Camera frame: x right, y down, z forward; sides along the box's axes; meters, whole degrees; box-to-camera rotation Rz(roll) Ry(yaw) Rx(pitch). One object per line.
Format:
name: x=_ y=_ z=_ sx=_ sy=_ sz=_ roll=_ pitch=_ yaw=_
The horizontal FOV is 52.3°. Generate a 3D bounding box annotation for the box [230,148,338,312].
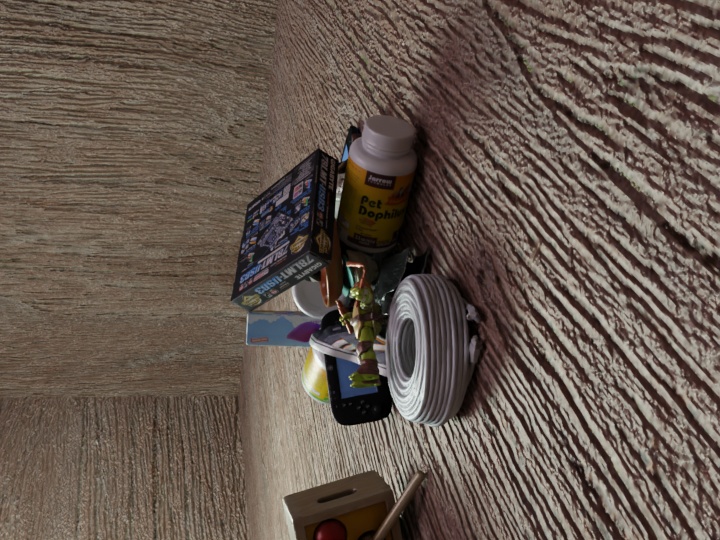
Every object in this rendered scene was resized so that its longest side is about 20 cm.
box: x=-0.118 y=-0.061 z=1.147 sx=0.199 sy=0.049 sz=0.200 roll=-31 pitch=44 yaw=38

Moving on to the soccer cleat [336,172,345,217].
soccer cleat: x=-0.025 y=-0.149 z=1.328 sx=0.199 sy=0.077 sz=0.070 roll=-30 pitch=33 yaw=50

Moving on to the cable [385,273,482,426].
cable: x=0.086 y=0.105 z=0.973 sx=0.200 sy=0.068 sz=0.202 roll=-117 pitch=32 yaw=-62

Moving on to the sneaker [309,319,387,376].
sneaker: x=0.004 y=0.110 z=1.181 sx=0.199 sy=0.078 sz=0.080 roll=14 pitch=95 yaw=38

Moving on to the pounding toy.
pounding toy: x=0.000 y=0.395 z=1.099 sx=0.142 sy=0.198 sz=0.186 roll=-171 pitch=69 yaw=-75

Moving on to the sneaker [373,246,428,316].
sneaker: x=0.052 y=0.022 z=1.148 sx=0.200 sy=0.059 sz=0.105 roll=166 pitch=111 yaw=-76

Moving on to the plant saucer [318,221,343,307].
plant saucer: x=-0.058 y=-0.040 z=1.236 sx=0.200 sy=0.032 sz=0.203 roll=172 pitch=90 yaw=-82

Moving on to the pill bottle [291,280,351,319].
pill bottle: x=-0.068 y=0.034 z=1.434 sx=0.200 sy=0.114 sz=0.117 roll=37 pitch=-125 yaw=-88

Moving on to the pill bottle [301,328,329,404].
pill bottle: x=-0.043 y=0.163 z=1.383 sx=0.201 sy=0.110 sz=0.112 roll=112 pitch=155 yaw=-54

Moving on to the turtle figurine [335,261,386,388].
turtle figurine: x=0.005 y=0.084 z=1.062 sx=0.200 sy=0.064 sz=0.163 roll=118 pitch=151 yaw=-67

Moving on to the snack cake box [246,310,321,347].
snack cake box: x=-0.139 y=0.123 z=1.559 sx=0.115 sy=0.198 sz=0.068 roll=178 pitch=95 yaw=-85

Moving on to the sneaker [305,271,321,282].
sneaker: x=-0.108 y=-0.027 z=1.219 sx=0.200 sy=0.078 sz=0.075 roll=-127 pitch=32 yaw=-71

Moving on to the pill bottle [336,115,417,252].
pill bottle: x=0.027 y=-0.136 z=1.159 sx=0.110 sy=0.108 sz=0.202 roll=-107 pitch=23 yaw=-51

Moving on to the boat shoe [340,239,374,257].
boat shoe: x=-0.023 y=-0.044 z=1.311 sx=0.069 sy=0.056 sz=0.200 roll=50 pitch=180 yaw=-13

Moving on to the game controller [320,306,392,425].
game controller: x=-0.009 y=0.160 z=1.248 sx=0.042 sy=0.103 sz=0.202 roll=93 pitch=168 yaw=-69

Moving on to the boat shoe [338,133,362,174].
boat shoe: x=-0.013 y=-0.186 z=1.392 sx=0.201 sy=0.071 sz=0.073 roll=113 pitch=155 yaw=-56

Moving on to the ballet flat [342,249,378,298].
ballet flat: x=0.000 y=0.000 z=1.217 sx=0.200 sy=0.062 sz=0.068 roll=122 pitch=129 yaw=-79

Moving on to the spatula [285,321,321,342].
spatula: x=-0.070 y=0.116 z=1.433 sx=0.056 sy=0.199 sz=0.021 roll=-41 pitch=72 yaw=22

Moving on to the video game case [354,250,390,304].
video game case: x=0.021 y=-0.024 z=1.343 sx=0.182 sy=0.022 sz=0.202 roll=155 pitch=115 yaw=-74

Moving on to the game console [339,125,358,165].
game console: x=-0.069 y=-0.178 z=1.524 sx=0.201 sy=0.117 sz=0.172 roll=108 pitch=158 yaw=-46
